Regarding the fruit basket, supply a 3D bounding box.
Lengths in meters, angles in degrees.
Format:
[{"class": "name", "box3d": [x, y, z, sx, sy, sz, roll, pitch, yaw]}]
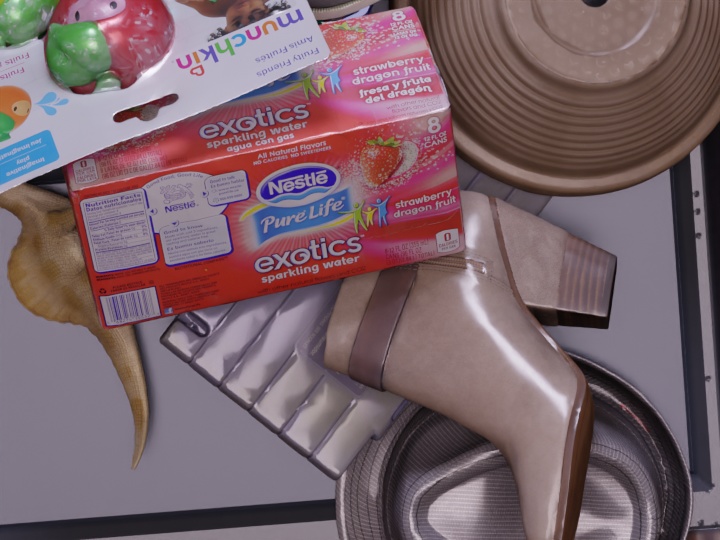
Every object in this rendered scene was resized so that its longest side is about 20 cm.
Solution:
[{"class": "fruit basket", "box3d": [-0.131, -0.146, 1.471, 0.184, 0.200, 0.094, -22, 137, -2]}]

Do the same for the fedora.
[{"class": "fedora", "box3d": [0.085, 0.131, 1.584, 0.199, 0.090, 0.178, 9, 94, -1]}]

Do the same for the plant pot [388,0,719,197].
[{"class": "plant pot", "box3d": [0.117, -0.143, 1.548, 0.200, 0.093, 0.202, 0, 87, -4]}]

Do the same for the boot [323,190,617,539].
[{"class": "boot", "box3d": [0.053, 0.053, 1.523, 0.145, 0.070, 0.201, 8, 63, 8]}]

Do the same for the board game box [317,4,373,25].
[{"class": "board game box", "box3d": [-0.041, -0.204, 1.580, 0.134, 0.045, 0.201, 22, 94, -2]}]

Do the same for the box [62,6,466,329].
[{"class": "box", "box3d": [-0.052, -0.054, 1.501, 0.199, 0.096, 0.100, -13, 132, -4]}]

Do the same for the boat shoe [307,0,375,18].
[{"class": "boat shoe", "box3d": [0.029, -0.214, 1.508, 0.200, 0.062, 0.073, -41, 62, 0]}]

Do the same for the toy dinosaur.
[{"class": "toy dinosaur", "box3d": [-0.144, 0.000, 1.601, 0.101, 0.058, 0.200, -33, 94, 17]}]

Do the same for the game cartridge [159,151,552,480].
[{"class": "game cartridge", "box3d": [0.000, 0.000, 1.586, 0.129, 0.038, 0.200, 39, 80, -7]}]
